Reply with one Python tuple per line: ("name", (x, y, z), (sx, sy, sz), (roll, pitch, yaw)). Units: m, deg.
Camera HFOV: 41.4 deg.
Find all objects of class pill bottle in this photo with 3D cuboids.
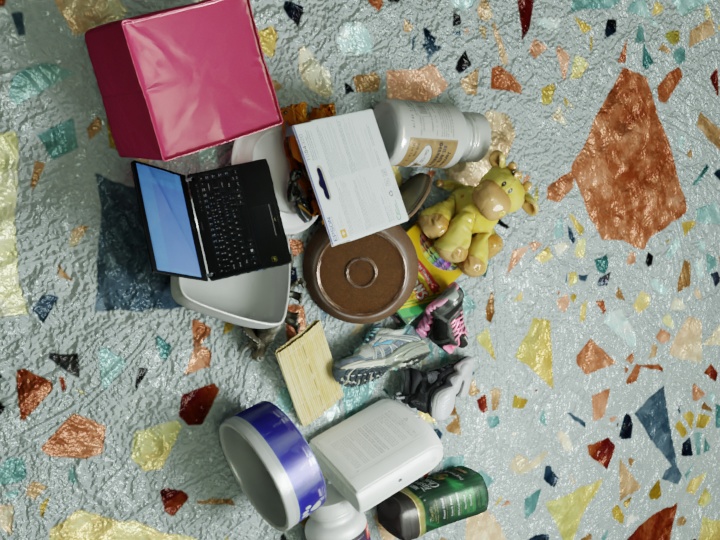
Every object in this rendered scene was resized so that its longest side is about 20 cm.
("pill bottle", (0.123, -0.237, 1.668), (0.199, 0.114, 0.115), (-1, 98, -30))
("pill bottle", (-0.036, 0.484, 1.682), (0.111, 0.111, 0.201), (-20, 107, -26))

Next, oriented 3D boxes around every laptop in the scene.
("laptop", (-0.217, -0.085, 1.403), (0.199, 0.103, 0.178), (-12, 74, -8))

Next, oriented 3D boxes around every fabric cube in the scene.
("fabric cube", (-0.261, -0.281, 1.387), (0.196, 0.199, 0.201), (-21, 107, -25))

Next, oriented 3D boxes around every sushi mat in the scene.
("sushi mat", (-0.085, 0.178, 1.624), (0.096, 0.012, 0.200), (-37, 137, -23))

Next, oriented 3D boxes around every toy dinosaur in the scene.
("toy dinosaur", (-0.146, 0.051, 1.572), (0.102, 0.077, 0.201), (6, 80, 2))

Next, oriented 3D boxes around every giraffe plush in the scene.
("giraffe plush", (0.222, -0.111, 1.674), (0.172, 0.162, 0.200), (36, 48, -19))

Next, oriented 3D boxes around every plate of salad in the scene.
("plate of salad", (-0.137, -0.156, 1.558), (0.200, 0.048, 0.201), (13, 72, -44))

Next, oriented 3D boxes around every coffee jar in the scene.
("coffee jar", (0.133, 0.434, 1.778), (0.199, 0.104, 0.086), (-13, 101, -29))

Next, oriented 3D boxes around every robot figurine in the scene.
("robot figurine", (-0.067, -0.171, 1.554), (0.145, 0.058, 0.201), (-12, 89, -49))

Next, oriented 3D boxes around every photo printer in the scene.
("photo printer", (0.033, 0.314, 1.669), (0.200, 0.166, 0.070), (-27, 131, -25))

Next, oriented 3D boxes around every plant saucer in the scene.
("plant saucer", (0.000, 0.000, 1.622), (0.199, 0.034, 0.201), (0, 105, 1))

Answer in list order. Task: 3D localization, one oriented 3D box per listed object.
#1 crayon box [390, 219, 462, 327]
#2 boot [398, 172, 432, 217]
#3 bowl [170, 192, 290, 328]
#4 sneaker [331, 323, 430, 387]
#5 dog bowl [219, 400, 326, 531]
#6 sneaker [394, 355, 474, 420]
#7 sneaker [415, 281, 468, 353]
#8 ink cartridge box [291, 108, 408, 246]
("crayon box", (0.106, -0.011, 1.708), (0.200, 0.051, 0.127), (-43, 96, -19))
("boot", (0.037, -0.123, 1.657), (0.200, 0.075, 0.097), (-46, 120, -15))
("bowl", (-0.210, -0.007, 1.498), (0.200, 0.075, 0.200), (19, 57, -32))
("sneaker", (0.025, 0.145, 1.690), (0.200, 0.078, 0.086), (-12, 64, -36))
("dog bowl", (-0.143, 0.315, 1.543), (0.079, 0.200, 0.201), (-28, 110, -27))
("sneaker", (0.136, 0.201, 1.763), (0.200, 0.113, 0.076), (-39, 139, -58))
("sneaker", (0.161, 0.091, 1.688), (0.079, 0.200, 0.095), (-40, 77, -19))
("ink cartridge box", (-0.024, -0.149, 1.522), (0.200, 0.043, 0.197), (-21, 94, -46))
